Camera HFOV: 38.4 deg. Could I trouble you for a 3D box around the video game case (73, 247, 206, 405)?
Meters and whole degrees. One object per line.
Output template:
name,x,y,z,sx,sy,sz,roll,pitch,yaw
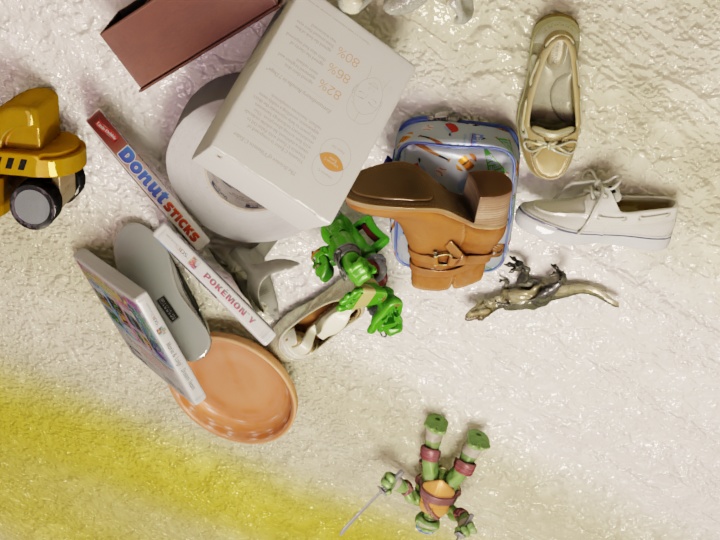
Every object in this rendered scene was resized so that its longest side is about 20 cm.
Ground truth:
video game case,-0.292,0.071,1.362,0.024,0.199,0.183,-37,126,-21

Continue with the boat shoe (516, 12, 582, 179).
boat shoe,0.215,-0.182,1.158,0.072,0.063,0.202,4,128,4

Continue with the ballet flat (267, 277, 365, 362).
ballet flat,-0.064,0.077,1.393,0.067,0.063,0.200,36,124,-19

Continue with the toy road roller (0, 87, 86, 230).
toy road roller,-0.429,-0.144,1.242,0.198,0.123,0.148,6,113,2

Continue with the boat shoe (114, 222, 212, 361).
boat shoe,-0.262,0.029,1.374,0.070,0.064,0.201,-27,97,0

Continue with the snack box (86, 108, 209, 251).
snack box,-0.256,-0.107,1.247,0.024,0.072,0.200,-40,103,-6

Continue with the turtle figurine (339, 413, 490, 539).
turtle figurine,0.105,0.323,1.492,0.199,0.144,0.196,-5,119,-44

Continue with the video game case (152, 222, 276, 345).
video game case,-0.179,0.014,1.269,0.023,0.200,0.182,-45,97,-5

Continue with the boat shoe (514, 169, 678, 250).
boat shoe,0.284,-0.078,1.218,0.200,0.075,0.087,7,121,-10

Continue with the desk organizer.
desk organizer,-0.180,-0.284,1.129,0.199,0.072,0.077,-25,118,24

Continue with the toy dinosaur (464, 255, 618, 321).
toy dinosaur,0.228,0.023,1.326,0.198,0.048,0.089,-6,141,11

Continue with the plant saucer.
plant saucer,-0.179,0.163,1.473,0.198,0.038,0.202,11,128,14

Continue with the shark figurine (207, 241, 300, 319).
shark figurine,-0.129,-0.014,1.311,0.089,0.215,0.128,-39,85,-10

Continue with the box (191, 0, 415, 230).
box,-0.062,-0.169,1.110,0.152,0.201,0.106,33,168,-17

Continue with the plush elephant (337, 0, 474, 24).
plush elephant,0.063,-0.326,0.997,0.198,0.155,0.167,2,107,-2

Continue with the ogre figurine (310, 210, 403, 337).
ogre figurine,0.000,0.000,1.265,0.098,0.121,0.199,-38,149,20

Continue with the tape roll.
tape roll,-0.129,-0.132,1.241,0.198,0.066,0.202,4,128,5

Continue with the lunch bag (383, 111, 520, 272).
lunch bag,0.106,-0.092,1.236,0.158,0.076,0.202,5,129,6

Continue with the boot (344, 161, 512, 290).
boot,0.069,-0.040,1.172,0.198,0.074,0.156,3,137,-8
